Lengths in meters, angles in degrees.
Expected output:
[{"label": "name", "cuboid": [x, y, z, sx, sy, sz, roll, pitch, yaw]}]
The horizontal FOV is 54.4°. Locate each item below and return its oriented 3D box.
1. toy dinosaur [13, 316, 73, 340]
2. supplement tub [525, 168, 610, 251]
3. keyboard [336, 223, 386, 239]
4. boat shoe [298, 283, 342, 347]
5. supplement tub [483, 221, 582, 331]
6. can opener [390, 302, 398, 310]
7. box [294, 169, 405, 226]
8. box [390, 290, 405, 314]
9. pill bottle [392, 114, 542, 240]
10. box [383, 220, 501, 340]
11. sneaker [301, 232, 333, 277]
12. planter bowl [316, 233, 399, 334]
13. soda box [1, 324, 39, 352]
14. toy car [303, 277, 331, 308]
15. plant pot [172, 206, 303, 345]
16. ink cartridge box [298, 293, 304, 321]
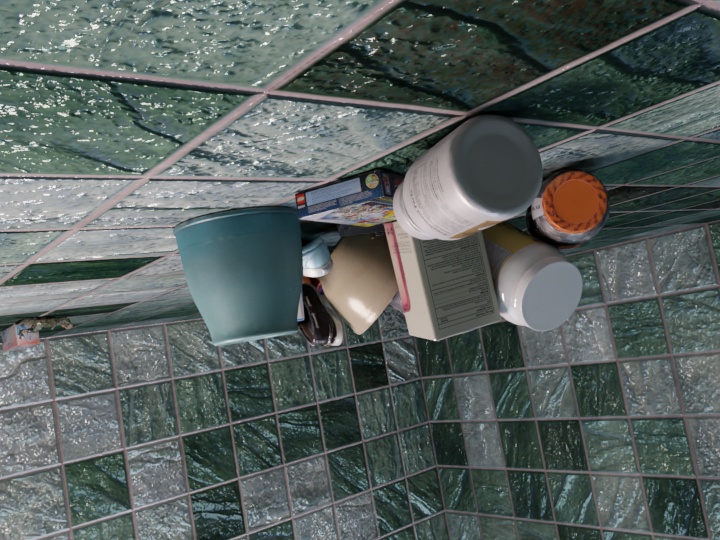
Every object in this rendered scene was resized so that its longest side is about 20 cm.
[{"label": "toy dinosaur", "cuboid": [-0.920, 0.157, 1.989, 0.088, 0.048, 0.200, -28, 167, 23]}, {"label": "supplement tub", "cuboid": [0.345, -0.099, 1.173, 0.122, 0.123, 0.200, -11, 174, 9]}, {"label": "keyboard", "cuboid": [0.049, -0.097, 1.209, 0.200, 0.040, 0.104, -7, 152, -21]}, {"label": "boat shoe", "cuboid": [-0.101, 0.083, 1.331, 0.060, 0.074, 0.200, -2, -150, -29]}, {"label": "supplement tub", "cuboid": [0.265, 0.007, 1.201, 0.145, 0.146, 0.200, -7, -156, -24]}, {"label": "can opener", "cuboid": [0.064, 0.005, 1.477, 0.053, 0.200, 0.067, 28, 133, -22]}, {"label": "box", "cuboid": [0.018, -0.100, 1.017, 0.136, 0.038, 0.200, -13, 174, 29]}, {"label": "box", "cuboid": [0.144, -0.015, 1.335, 0.048, 0.200, 0.158, 33, -167, 11]}, {"label": "pill bottle", "cuboid": [0.114, -0.097, 0.825, 0.114, 0.115, 0.200, -8, 174, -19]}, {"label": "box", "cuboid": [0.133, 0.000, 1.150, 0.128, 0.200, 0.109, -14, -175, -19]}, {"label": "sneaker", "cuboid": [-0.140, -0.047, 1.235, 0.200, 0.082, 0.074, 6, -144, 25]}, {"label": "planter bowl", "cuboid": [0.000, 0.000, 1.307, 0.135, 0.200, 0.200, 35, 169, -4]}, {"label": "soda box", "cuboid": [-1.033, 0.203, 2.127, 0.063, 0.069, 0.200, -5, 172, -39]}, {"label": "toy car", "cuboid": [-0.125, 0.016, 1.515, 0.150, 0.175, 0.200, -48, 167, 8]}, {"label": "plant pot", "cuboid": [-0.178, 0.016, 1.093, 0.200, 0.188, 0.200, -9, 175, -1]}, {"label": "ink cartridge box", "cuboid": [-0.182, 0.025, 1.302, 0.144, 0.084, 0.200, -8, -158, -3]}]
